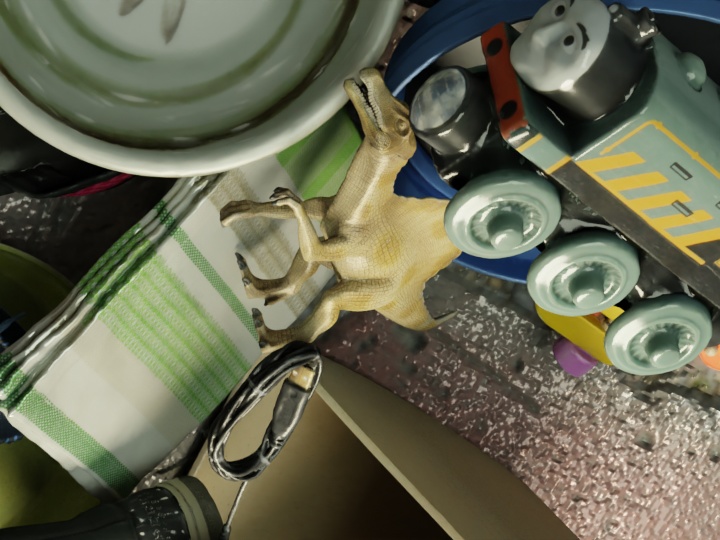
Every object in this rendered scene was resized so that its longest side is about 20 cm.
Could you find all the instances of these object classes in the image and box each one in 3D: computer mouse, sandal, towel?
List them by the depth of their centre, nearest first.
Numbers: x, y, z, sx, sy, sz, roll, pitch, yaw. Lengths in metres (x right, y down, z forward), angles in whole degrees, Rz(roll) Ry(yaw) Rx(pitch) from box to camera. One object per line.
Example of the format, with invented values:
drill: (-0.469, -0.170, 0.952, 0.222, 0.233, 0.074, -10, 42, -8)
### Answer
computer mouse: (-0.050, 0.117, 0.896, 0.058, 0.034, 0.201, -10, 131, -35)
sandal: (-0.128, -0.062, 0.903, 0.199, 0.045, 0.075, -18, 120, -12)
towel: (-0.072, 0.007, 0.920, 0.200, 0.031, 0.149, -48, 155, -9)

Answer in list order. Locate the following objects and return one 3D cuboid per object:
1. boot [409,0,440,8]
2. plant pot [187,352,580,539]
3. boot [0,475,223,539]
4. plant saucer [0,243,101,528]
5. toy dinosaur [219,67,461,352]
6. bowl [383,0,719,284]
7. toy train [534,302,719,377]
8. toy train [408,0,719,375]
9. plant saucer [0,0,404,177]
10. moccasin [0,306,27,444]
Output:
boot: (0.059, -0.147, 0.927, 0.200, 0.075, 0.097, 40, 106, -22)
plant pot: (0.022, 0.177, 1.003, 0.176, 0.200, 0.201, 15, 109, -40)
boot: (-0.164, 0.174, 0.946, 0.153, 0.074, 0.204, -3, 138, -42)
plant saucer: (-0.206, 0.070, 0.945, 0.199, 0.031, 0.201, -9, 117, -18)
toy dinosaur: (0.000, 0.000, 0.878, 0.101, 0.058, 0.200, -17, 147, -1)
bowl: (0.102, -0.062, 0.884, 0.199, 0.040, 0.201, 1, 147, 1)
toy train: (0.149, -0.021, 1.007, 0.149, 0.056, 0.201, -18, 125, 17)
toy train: (0.110, -0.036, 0.822, 0.114, 0.086, 0.200, -34, 132, 25)
plant saucer: (-0.078, -0.139, 0.856, 0.199, 0.050, 0.202, 0, 91, -3)
moccasin: (-0.211, 0.029, 0.862, 0.199, 0.068, 0.081, 29, 99, -35)
